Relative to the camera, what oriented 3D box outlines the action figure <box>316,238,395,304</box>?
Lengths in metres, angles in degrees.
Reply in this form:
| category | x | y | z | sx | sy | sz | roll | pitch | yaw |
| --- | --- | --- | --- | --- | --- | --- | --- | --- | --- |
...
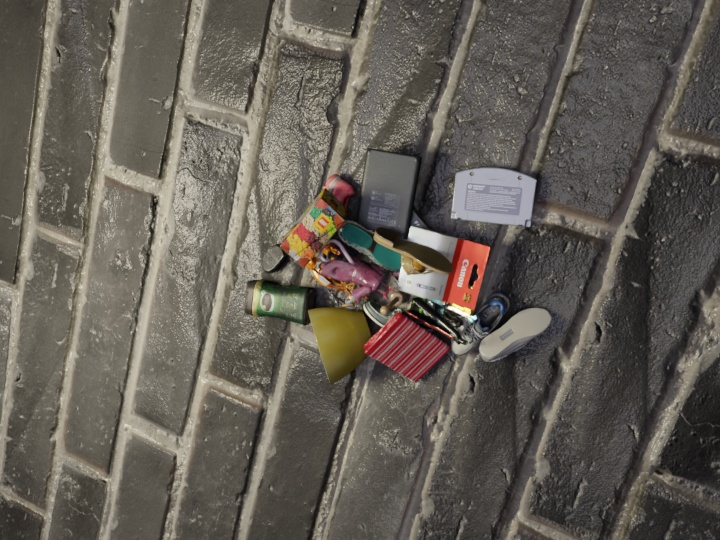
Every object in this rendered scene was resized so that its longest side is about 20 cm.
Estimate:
| category | x | y | z | sx | sy | sz | roll | pitch | yaw |
| --- | --- | --- | --- | --- | --- | --- | --- | --- | --- |
| action figure | 0.000 | 0.000 | 1.287 | 0.197 | 0.135 | 0.150 | 27 | 149 | 11 |

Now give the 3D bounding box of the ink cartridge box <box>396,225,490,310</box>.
| category | x | y | z | sx | sy | sz | roll | pitch | yaw |
| --- | --- | --- | --- | --- | --- | --- | --- | --- | --- |
| ink cartridge box | 0.197 | -0.005 | 1.270 | 0.196 | 0.047 | 0.164 | 18 | 102 | 22 |

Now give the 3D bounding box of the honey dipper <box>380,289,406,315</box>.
| category | x | y | z | sx | sy | sz | roll | pitch | yaw |
| --- | --- | --- | --- | --- | --- | --- | --- | --- | --- |
| honey dipper | 0.079 | 0.082 | 1.315 | 0.037 | 0.200 | 0.039 | 3 | 99 | 16 |

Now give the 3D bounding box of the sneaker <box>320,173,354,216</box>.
| category | x | y | z | sx | sy | sz | roll | pitch | yaw |
| --- | --- | --- | --- | --- | --- | --- | --- | --- | --- |
| sneaker | -0.082 | -0.149 | 1.394 | 0.086 | 0.074 | 0.203 | 29 | 105 | 9 |

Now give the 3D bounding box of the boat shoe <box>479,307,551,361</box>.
| category | x | y | z | sx | sy | sz | roll | pitch | yaw |
| --- | --- | --- | --- | --- | --- | --- | --- | --- | --- |
| boat shoe | 0.385 | 0.166 | 1.305 | 0.198 | 0.069 | 0.072 | -35 | 60 | -6 |

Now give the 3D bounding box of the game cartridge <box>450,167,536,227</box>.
| category | x | y | z | sx | sy | sz | roll | pitch | yaw |
| --- | --- | --- | --- | --- | --- | --- | --- | --- | --- |
| game cartridge | 0.327 | -0.184 | 1.288 | 0.195 | 0.041 | 0.136 | 8 | 104 | 15 |

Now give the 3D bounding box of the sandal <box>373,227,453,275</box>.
| category | x | y | z | sx | sy | sz | roll | pitch | yaw |
| --- | --- | --- | --- | --- | --- | --- | --- | --- | --- |
| sandal | 0.119 | -0.025 | 1.248 | 0.209 | 0.077 | 0.071 | 30 | 126 | 17 |

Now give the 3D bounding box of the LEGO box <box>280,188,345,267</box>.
| category | x | y | z | sx | sy | sz | roll | pitch | yaw |
| --- | --- | --- | --- | --- | --- | --- | --- | --- | --- |
| LEGO box | -0.111 | -0.109 | 1.275 | 0.077 | 0.200 | 0.149 | 41 | 100 | -11 |

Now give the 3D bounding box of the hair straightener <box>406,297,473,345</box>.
| category | x | y | z | sx | sy | sz | roll | pitch | yaw |
| --- | --- | --- | --- | --- | --- | --- | --- | --- | --- |
| hair straightener | 0.202 | 0.117 | 1.298 | 0.199 | 0.040 | 0.078 | 34 | 112 | 39 |

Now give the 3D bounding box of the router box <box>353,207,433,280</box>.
| category | x | y | z | sx | sy | sz | roll | pitch | yaw |
| --- | --- | --- | --- | --- | --- | --- | --- | --- | --- |
| router box | 0.094 | -0.099 | 1.355 | 0.149 | 0.062 | 0.201 | -42 | 86 | 17 |

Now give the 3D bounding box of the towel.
| category | x | y | z | sx | sy | sz | roll | pitch | yaw |
| --- | --- | --- | --- | --- | --- | --- | --- | --- | --- |
| towel | 0.120 | 0.199 | 1.348 | 0.198 | 0.023 | 0.145 | 34 | 110 | -28 |

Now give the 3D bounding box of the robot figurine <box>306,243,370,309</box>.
| category | x | y | z | sx | sy | sz | roll | pitch | yaw |
| --- | --- | --- | --- | --- | --- | --- | --- | --- | --- |
| robot figurine | -0.053 | 0.007 | 1.386 | 0.199 | 0.058 | 0.145 | 39 | 72 | 10 |

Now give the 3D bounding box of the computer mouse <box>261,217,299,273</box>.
| category | x | y | z | sx | sy | sz | roll | pitch | yaw |
| --- | --- | --- | --- | --- | --- | --- | --- | --- | --- |
| computer mouse | -0.207 | -0.072 | 1.469 | 0.200 | 0.034 | 0.059 | -46 | 68 | 12 |

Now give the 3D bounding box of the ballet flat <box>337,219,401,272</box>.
| category | x | y | z | sx | sy | sz | roll | pitch | yaw |
| --- | --- | --- | --- | --- | --- | --- | --- | --- | --- |
| ballet flat | 0.024 | -0.069 | 1.303 | 0.198 | 0.072 | 0.072 | 33 | 108 | -23 |

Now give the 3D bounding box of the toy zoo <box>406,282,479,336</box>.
| category | x | y | z | sx | sy | sz | roll | pitch | yaw |
| --- | --- | --- | --- | --- | --- | --- | --- | --- | --- |
| toy zoo | 0.214 | 0.082 | 1.330 | 0.198 | 0.020 | 0.134 | 24 | 106 | 36 |

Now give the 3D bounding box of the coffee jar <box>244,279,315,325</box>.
| category | x | y | z | sx | sy | sz | roll | pitch | yaw |
| --- | --- | --- | --- | --- | --- | --- | --- | --- | --- |
| coffee jar | -0.229 | 0.086 | 1.466 | 0.195 | 0.085 | 0.107 | 9 | 96 | 14 |

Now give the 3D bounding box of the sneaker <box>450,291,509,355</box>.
| category | x | y | z | sx | sy | sz | roll | pitch | yaw |
| --- | --- | --- | --- | --- | --- | --- | --- | --- | --- |
| sneaker | 0.294 | 0.139 | 1.321 | 0.077 | 0.085 | 0.201 | 39 | 107 | 7 |

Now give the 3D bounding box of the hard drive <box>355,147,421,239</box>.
| category | x | y | z | sx | sy | sz | roll | pitch | yaw |
| --- | --- | --- | --- | --- | --- | --- | --- | --- | --- |
| hard drive | 0.067 | -0.191 | 1.299 | 0.136 | 0.033 | 0.205 | 12 | 101 | 14 |

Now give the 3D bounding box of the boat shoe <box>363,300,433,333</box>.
| category | x | y | z | sx | sy | sz | roll | pitch | yaw |
| --- | --- | --- | --- | --- | --- | --- | --- | --- | --- |
| boat shoe | 0.102 | 0.126 | 1.379 | 0.198 | 0.073 | 0.062 | 32 | 117 | 2 |

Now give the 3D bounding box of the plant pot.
| category | x | y | z | sx | sy | sz | roll | pitch | yaw |
| --- | --- | --- | --- | --- | --- | --- | --- | --- | --- |
| plant pot | -0.045 | 0.181 | 1.389 | 0.139 | 0.200 | 0.204 | -17 | 94 | -6 |
